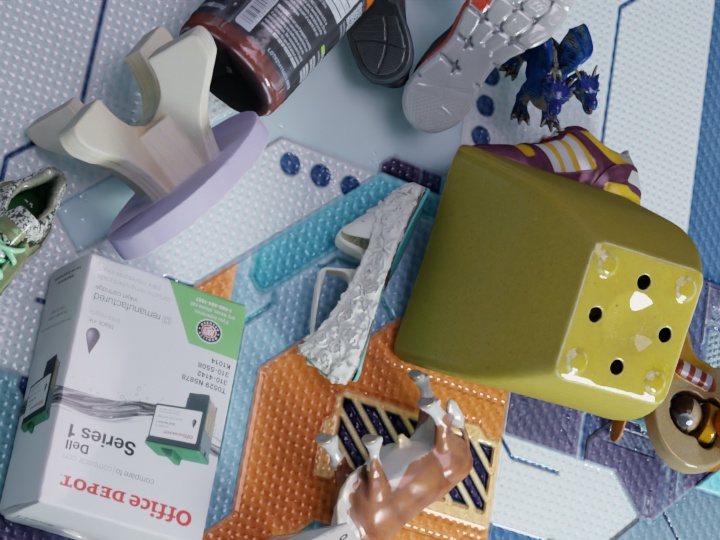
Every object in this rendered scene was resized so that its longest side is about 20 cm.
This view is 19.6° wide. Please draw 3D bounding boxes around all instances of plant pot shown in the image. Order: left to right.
[{"bbox_3d":[0.178,0.024,1.762,0.193,0.200,0.197,16,93,-28],"label":"plant pot"}]

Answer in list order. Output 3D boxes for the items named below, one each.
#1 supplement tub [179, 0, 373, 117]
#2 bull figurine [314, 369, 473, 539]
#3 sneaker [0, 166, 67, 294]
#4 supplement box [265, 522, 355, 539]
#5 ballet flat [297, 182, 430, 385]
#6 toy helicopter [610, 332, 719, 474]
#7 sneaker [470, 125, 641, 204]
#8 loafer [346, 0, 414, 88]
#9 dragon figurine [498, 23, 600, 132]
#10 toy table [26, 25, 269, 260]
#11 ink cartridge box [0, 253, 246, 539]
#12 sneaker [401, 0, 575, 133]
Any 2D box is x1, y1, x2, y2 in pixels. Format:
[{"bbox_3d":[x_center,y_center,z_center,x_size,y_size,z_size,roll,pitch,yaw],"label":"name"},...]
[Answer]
[{"bbox_3d":[-0.055,-0.231,1.757,0.107,0.107,0.200,46,67,-14],"label":"supplement tub"},{"bbox_3d":[0.021,0.175,1.735,0.200,0.065,0.122,-36,127,-41],"label":"bull figurine"},{"bbox_3d":[-0.280,-0.016,1.566,0.077,0.089,0.201,38,43,-13],"label":"sneaker"},{"bbox_3d":[-0.028,0.308,1.646,0.073,0.126,0.201,-24,91,-32],"label":"supplement box"},{"bbox_3d":[0.000,0.000,1.776,0.072,0.072,0.201,33,63,-21],"label":"ballet flat"},{"bbox_3d":[0.287,0.091,1.938,0.131,0.079,0.202,0,68,-23],"label":"toy helicopter"},{"bbox_3d":[0.167,-0.093,1.904,0.199,0.075,0.091,16,54,-28],"label":"sneaker"},{"bbox_3d":[0.007,-0.257,1.852,0.071,0.063,0.202,-11,81,9],"label":"loafer"},{"bbox_3d":[0.172,-0.195,1.876,0.058,0.100,0.201,14,49,-18],"label":"dragon figurine"},{"bbox_3d":[-0.163,-0.106,1.644,0.117,0.183,0.200,55,20,-17],"label":"toy table"},{"bbox_3d":[-0.182,0.109,1.622,0.145,0.084,0.202,19,69,-26],"label":"ink cartridge box"},{"bbox_3d":[0.106,-0.211,1.841,0.200,0.082,0.077,-43,106,6],"label":"sneaker"}]
